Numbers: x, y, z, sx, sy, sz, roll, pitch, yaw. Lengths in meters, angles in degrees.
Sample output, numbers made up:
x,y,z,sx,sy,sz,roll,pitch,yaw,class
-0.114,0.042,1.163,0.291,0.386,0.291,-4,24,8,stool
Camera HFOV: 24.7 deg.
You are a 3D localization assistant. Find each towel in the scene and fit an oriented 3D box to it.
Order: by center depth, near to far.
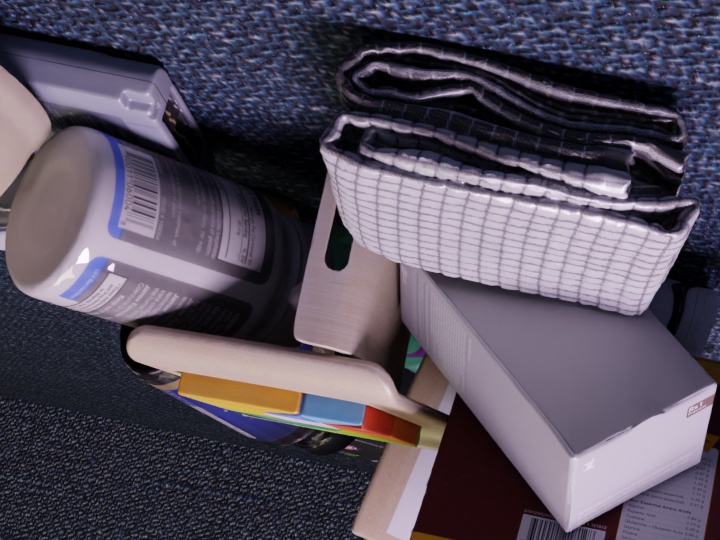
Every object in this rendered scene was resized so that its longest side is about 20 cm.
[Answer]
x,y,z,sx,sy,sz,roll,pitch,yaw,class
0.084,-0.053,0.914,0.199,0.086,0.166,12,164,7,towel

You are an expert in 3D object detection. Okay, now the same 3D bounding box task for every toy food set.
x,y,z,sx,sy,sz,roll,pitch,yaw,class
0.000,0.000,1.094,0.060,0.144,0.200,9,167,12,toy food set

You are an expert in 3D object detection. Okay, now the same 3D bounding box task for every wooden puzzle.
x,y,z,sx,sy,sz,roll,pitch,yaw,class
-0.040,0.088,1.102,0.184,0.037,0.200,9,167,20,wooden puzzle

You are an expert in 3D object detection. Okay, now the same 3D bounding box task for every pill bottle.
x,y,z,sx,sy,sz,roll,pitch,yaw,class
-0.122,-0.013,1.088,0.200,0.114,0.114,20,167,-38,pill bottle
-0.083,0.071,1.296,0.112,0.112,0.200,1,156,46,pill bottle

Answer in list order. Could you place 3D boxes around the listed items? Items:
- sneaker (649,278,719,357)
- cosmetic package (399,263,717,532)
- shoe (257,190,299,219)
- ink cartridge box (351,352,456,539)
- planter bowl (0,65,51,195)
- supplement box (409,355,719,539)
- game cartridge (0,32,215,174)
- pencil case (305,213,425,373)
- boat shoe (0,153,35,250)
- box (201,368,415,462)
x,y,z,sx,sy,sz,roll,pitch,yaw,class
0.197,0.032,1.203,0.115,0.075,0.200,22,176,11,sneaker
0.115,0.048,1.009,0.107,0.200,0.090,-22,144,-17,cosmetic package
-0.148,-0.042,1.283,0.199,0.054,0.070,10,167,19,shoe
0.116,0.159,1.223,0.199,0.165,0.075,22,177,12,ink cartridge box
-0.309,-0.080,1.003,0.200,0.135,0.200,25,166,7,planter bowl
0.145,0.161,1.053,0.197,0.200,0.133,10,138,13,supplement box
-0.177,-0.103,1.091,0.133,0.041,0.200,9,167,7,game cartridge
0.020,0.025,1.327,0.092,0.085,0.200,24,176,35,pencil case
-0.279,-0.080,1.207,0.202,0.075,0.086,25,145,51,boat shoe
-0.018,0.082,1.471,0.199,0.149,0.124,18,167,-18,box
